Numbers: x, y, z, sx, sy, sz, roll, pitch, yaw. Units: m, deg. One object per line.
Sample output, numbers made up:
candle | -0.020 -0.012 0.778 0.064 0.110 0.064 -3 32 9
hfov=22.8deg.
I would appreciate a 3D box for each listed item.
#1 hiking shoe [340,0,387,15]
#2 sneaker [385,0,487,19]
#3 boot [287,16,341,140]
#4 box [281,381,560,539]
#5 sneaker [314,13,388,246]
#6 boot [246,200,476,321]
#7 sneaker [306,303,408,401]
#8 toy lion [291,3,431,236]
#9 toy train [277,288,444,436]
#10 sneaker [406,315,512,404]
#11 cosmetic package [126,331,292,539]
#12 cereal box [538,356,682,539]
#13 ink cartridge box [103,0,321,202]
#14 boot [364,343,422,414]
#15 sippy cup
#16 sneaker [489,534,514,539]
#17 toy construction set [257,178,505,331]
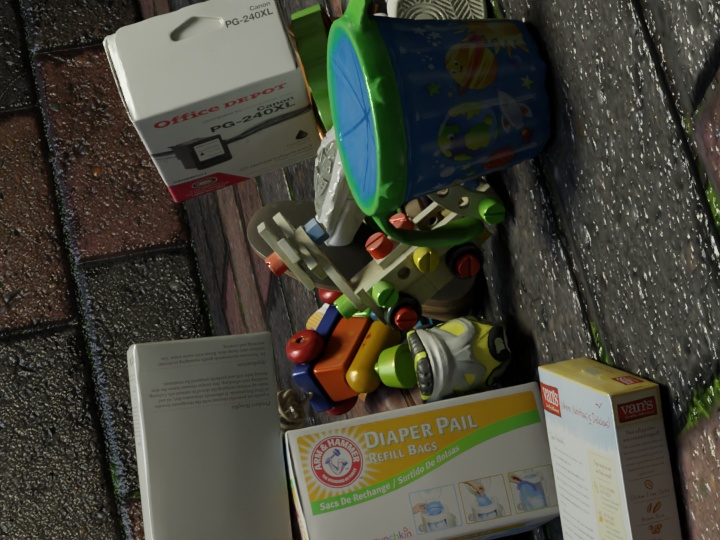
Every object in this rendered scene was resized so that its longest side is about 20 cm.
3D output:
hiking shoe | 0.025 -0.197 1.499 0.101 0.076 0.201 44 -145 -79
sneaker | 0.050 -0.201 1.340 0.085 0.075 0.201 93 170 -65
boot | -0.029 -0.163 1.770 0.200 0.073 0.155 -118 16 -65
box | 0.041 0.161 1.358 0.113 0.199 0.102 119 140 -73
sneaker | 0.025 -0.099 1.415 0.078 0.099 0.200 -105 32 -55
boot | 0.000 0.000 1.493 0.076 0.200 0.074 79 -149 -65
sneaker | 0.029 0.085 1.702 0.075 0.088 0.200 36 166 41
toy lion | -0.007 -0.121 1.528 0.192 0.068 0.200 48 -158 -74
toy train | -0.002 0.089 1.532 0.085 0.115 0.200 57 -135 -33
sneaker | 0.083 0.073 1.419 0.200 0.076 0.076 -9 -94 -87
cosmetic package | -0.112 0.150 1.332 0.085 0.107 0.201 159 107 -78
cereal box | 0.165 0.162 1.148 0.144 0.039 0.201 -159 60 -77
ink cartridge box | -0.118 -0.145 1.507 0.200 0.145 0.084 73 178 -73
boot | 0.025 0.149 1.539 0.064 0.186 0.200 54 180 -30
sippy cup | 0.056 -0.114 1.215 0.178 0.130 0.140 96 159 -56
sneaker | 0.109 0.284 1.484 0.071 0.082 0.200 -57 -26 -71
toy construction set | 0.024 -0.033 1.353 0.131 0.200 0.092 47 -161 -34
